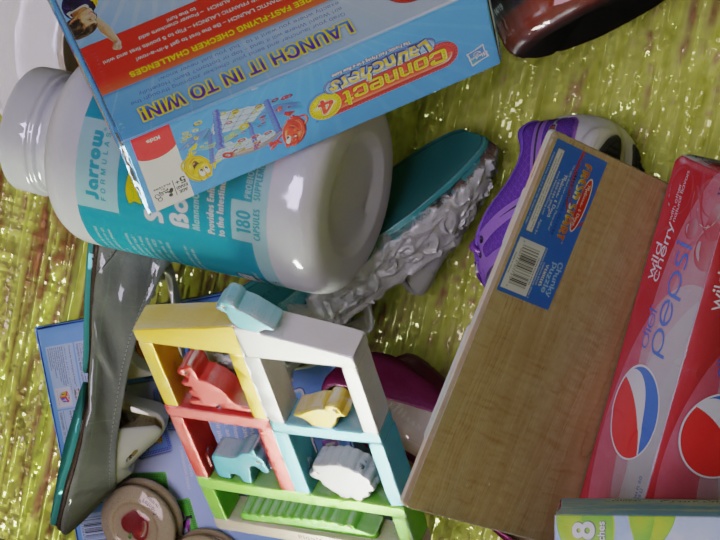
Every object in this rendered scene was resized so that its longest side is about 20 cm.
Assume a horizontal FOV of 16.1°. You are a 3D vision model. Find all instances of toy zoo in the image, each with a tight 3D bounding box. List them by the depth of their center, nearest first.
[{"bbox_3d":[-0.044,0.078,1.375,0.131,0.020,0.200,6,138,25],"label":"toy zoo"}]

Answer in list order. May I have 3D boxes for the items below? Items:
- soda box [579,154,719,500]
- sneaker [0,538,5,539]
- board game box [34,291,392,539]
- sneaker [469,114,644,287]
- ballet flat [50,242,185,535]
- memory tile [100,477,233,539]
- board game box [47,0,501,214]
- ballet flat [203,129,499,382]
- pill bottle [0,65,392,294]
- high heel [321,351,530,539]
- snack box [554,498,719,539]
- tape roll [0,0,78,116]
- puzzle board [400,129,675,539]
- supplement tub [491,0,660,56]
[{"bbox_3d":[0.177,0.046,1.319,0.070,0.063,0.201,-145,68,-66],"label":"soda box"},{"bbox_3d":[-0.195,0.252,1.506,0.200,0.075,0.106,45,120,5],"label":"sneaker"},{"bbox_3d":[-0.088,0.090,1.498,0.199,0.037,0.152,-10,91,28],"label":"board game box"},{"bbox_3d":[0.093,0.014,1.376,0.083,0.081,0.201,10,79,40],"label":"sneaker"},{"bbox_3d":[-0.135,0.066,1.462,0.063,0.067,0.201,9,111,-4],"label":"ballet flat"},{"bbox_3d":[-0.090,0.229,1.500,0.200,0.017,0.154,34,118,11],"label":"memory tile"},{"bbox_3d":[-0.057,-0.148,1.320,0.199,0.056,0.196,-23,50,-6],"label":"board game box"},{"bbox_3d":[0.000,0.000,1.416,0.200,0.072,0.072,-36,78,-2],"label":"ballet flat"},{"bbox_3d":[-0.091,-0.058,1.364,0.199,0.111,0.111,12,100,23],"label":"pill bottle"},{"bbox_3d":[0.067,0.113,1.387,0.200,0.096,0.067,44,112,17],"label":"high heel"},{"bbox_3d":[0.178,0.215,1.254,0.168,0.068,0.201,1,92,8],"label":"snack box"},{"bbox_3d":[-0.113,-0.128,1.470,0.202,0.071,0.203,3,97,26],"label":"tape roll"},{"bbox_3d":[0.101,0.039,1.314,0.017,0.150,0.201,23,92,42],"label":"puzzle board"},{"bbox_3d":[0.085,-0.221,1.330,0.107,0.107,0.201,-27,83,27],"label":"supplement tub"}]
